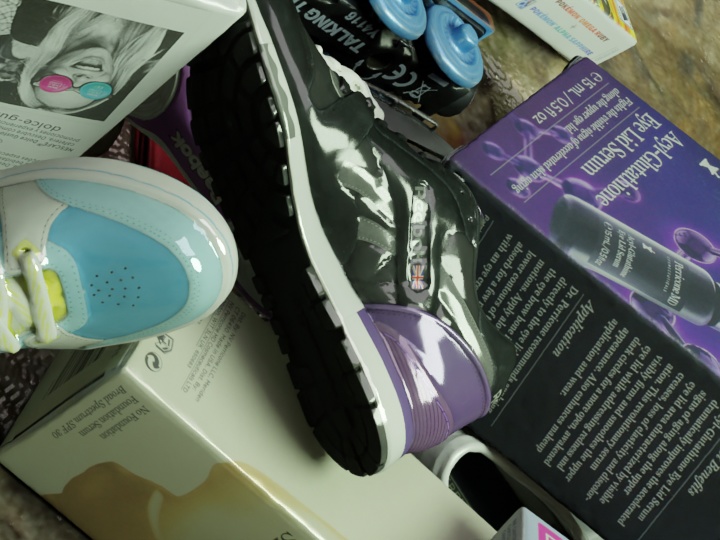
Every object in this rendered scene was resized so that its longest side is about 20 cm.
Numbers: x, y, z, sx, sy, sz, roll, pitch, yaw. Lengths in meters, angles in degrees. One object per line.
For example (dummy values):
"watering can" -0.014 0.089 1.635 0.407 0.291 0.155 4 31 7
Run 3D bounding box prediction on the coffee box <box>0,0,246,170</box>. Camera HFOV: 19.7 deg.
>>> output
"coffee box" -0.188 -0.160 0.803 0.199 0.197 0.201 13 57 -37

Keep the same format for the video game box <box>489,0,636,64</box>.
"video game box" 0.083 -0.233 1.192 0.182 0.047 0.202 18 51 -60

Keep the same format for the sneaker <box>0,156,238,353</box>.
"sneaker" -0.149 0.021 0.735 0.131 0.198 0.080 -67 151 -56

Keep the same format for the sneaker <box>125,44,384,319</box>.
"sneaker" -0.048 -0.076 0.895 0.099 0.075 0.201 -37 103 -43

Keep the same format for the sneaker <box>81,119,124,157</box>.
"sneaker" -0.118 -0.142 0.959 0.089 0.067 0.202 3 60 -38

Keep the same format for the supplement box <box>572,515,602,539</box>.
"supplement box" 0.134 0.033 1.057 0.103 0.101 0.202 14 55 -55

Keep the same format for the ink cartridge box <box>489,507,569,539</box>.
"ink cartridge box" 0.129 0.187 0.808 0.200 0.042 0.120 39 21 -11

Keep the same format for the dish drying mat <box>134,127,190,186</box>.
"dish drying mat" -0.026 -0.031 1.018 0.199 0.018 0.077 22 52 -33

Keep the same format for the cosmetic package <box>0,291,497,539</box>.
"cosmetic package" -0.040 0.099 0.857 0.200 0.105 0.071 42 45 -15

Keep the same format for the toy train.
"toy train" -0.011 -0.149 1.041 0.199 0.086 0.115 29 42 -44

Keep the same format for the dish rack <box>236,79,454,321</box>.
"dish rack" 0.000 0.000 0.974 0.153 0.054 0.202 23 63 -33

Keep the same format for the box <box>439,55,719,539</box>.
"box" 0.121 0.023 0.901 0.199 0.105 0.148 38 36 9

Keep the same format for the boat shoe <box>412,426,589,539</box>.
"boat shoe" 0.074 0.142 0.934 0.074 0.065 0.200 -49 120 -10

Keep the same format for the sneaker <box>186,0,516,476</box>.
"sneaker" -0.001 -0.028 0.814 0.087 0.076 0.202 -23 99 -28
